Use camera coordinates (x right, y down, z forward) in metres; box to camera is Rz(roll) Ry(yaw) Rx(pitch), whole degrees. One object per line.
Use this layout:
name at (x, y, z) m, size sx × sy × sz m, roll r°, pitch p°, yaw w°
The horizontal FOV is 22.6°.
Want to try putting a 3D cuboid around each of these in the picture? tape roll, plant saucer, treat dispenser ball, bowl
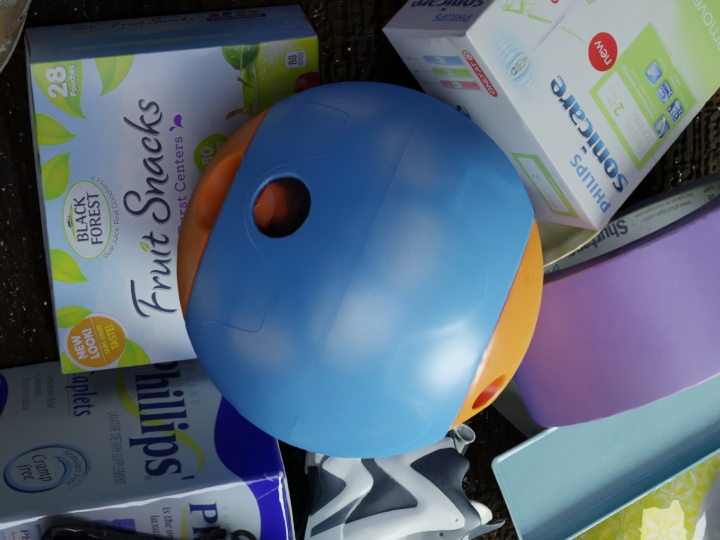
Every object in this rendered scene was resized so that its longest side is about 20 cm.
tape roll at (0.176, 0.012, 1.075) m, size 0.198 × 0.200 × 0.086 m, roll -24°, pitch 95°, yaw 2°
plant saucer at (0.168, 0.099, 1.088) m, size 0.199 × 0.019 × 0.071 m, roll -27°, pitch 105°, yaw -19°
treat dispenser ball at (0.000, 0.000, 0.971) m, size 0.198 × 0.201 × 0.203 m, roll -4°, pitch 117°, yaw -9°
bowl at (0.221, 0.154, 1.167) m, size 0.199 × 0.107 × 0.203 m, roll -11°, pitch 107°, yaw -37°

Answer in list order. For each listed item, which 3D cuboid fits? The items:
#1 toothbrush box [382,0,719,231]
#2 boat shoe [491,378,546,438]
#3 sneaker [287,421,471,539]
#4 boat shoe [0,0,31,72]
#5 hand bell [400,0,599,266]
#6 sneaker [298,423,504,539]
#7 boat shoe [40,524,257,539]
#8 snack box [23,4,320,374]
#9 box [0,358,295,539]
toothbrush box at (0.133, -0.146, 1.015) m, size 0.200 × 0.086 × 0.146 m, roll -47°, pitch 118°, yaw -18°
boat shoe at (0.133, 0.083, 1.196) m, size 0.063 × 0.072 × 0.200 m, roll -49°, pitch 118°, yaw -14°
sneaker at (-0.026, 0.143, 1.191) m, size 0.200 × 0.076 × 0.088 m, roll -45°, pitch 105°, yaw 5°
boat shoe at (-0.209, -0.160, 0.991) m, size 0.071 × 0.076 × 0.201 m, roll 22°, pitch 110°, yaw -20°
hand bell at (0.067, -0.105, 1.084) m, size 0.103 × 0.104 × 0.202 m, roll -24°, pitch 105°, yaw 2°
sneaker at (0.024, 0.178, 1.114) m, size 0.128 × 0.080 × 0.202 m, roll 8°, pitch 76°, yaw -6°
boat shoe at (-0.084, 0.171, 0.984) m, size 0.198 × 0.070 × 0.067 m, roll 9°, pitch 116°, yaw -8°
snack box at (-0.108, -0.048, 1.072) m, size 0.167 × 0.068 × 0.202 m, roll -6°, pitch 116°, yaw -11°
box at (-0.148, 0.134, 1.090) m, size 0.198 × 0.184 × 0.106 m, roll -8°, pitch 116°, yaw -7°
